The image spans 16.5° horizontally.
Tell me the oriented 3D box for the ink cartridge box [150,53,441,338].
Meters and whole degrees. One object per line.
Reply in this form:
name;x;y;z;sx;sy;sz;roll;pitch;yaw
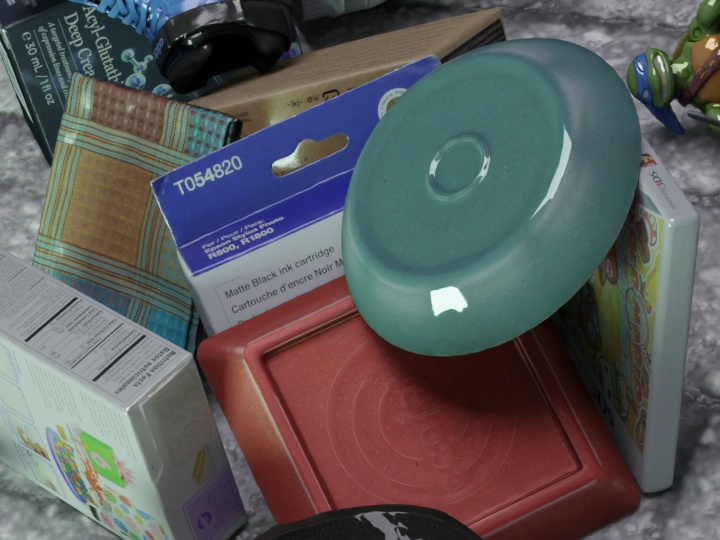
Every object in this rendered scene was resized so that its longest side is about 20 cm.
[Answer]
ink cartridge box;0.000;0.000;1.490;0.199;0.201;0.041;-25;15;-8

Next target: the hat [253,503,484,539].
hat;0.018;0.217;1.324;0.199;0.081;0.201;9;37;-7

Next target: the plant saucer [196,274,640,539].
plant saucer;0.034;0.085;1.427;0.199;0.037;0.201;-25;76;-8

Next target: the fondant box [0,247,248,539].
fondant box;-0.168;0.081;1.494;0.199;0.145;0.058;27;56;38

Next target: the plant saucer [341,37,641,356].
plant saucer;0.062;-0.050;1.389;0.199;0.036;0.201;-21;53;29

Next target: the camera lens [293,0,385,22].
camera lens;0.022;-0.284;1.809;0.199;0.161;0.160;-23;42;-6

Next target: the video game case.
video game case;0.144;-0.004;1.441;0.023;0.201;0.182;-11;40;-14

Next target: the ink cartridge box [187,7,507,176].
ink cartridge box;-0.012;-0.101;1.617;0.199;0.076;0.165;-12;11;24

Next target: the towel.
towel;-0.151;-0.014;1.577;0.146;0.201;0.022;17;10;33

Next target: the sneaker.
sneaker;-0.140;-0.174;1.632;0.198;0.077;0.112;1;69;-11

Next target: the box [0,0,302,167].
box;-0.157;-0.178;1.763;0.199;0.149;0.107;-25;43;-8

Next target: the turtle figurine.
turtle figurine;0.272;-0.143;1.578;0.192;0.200;0.145;-9;57;-5
